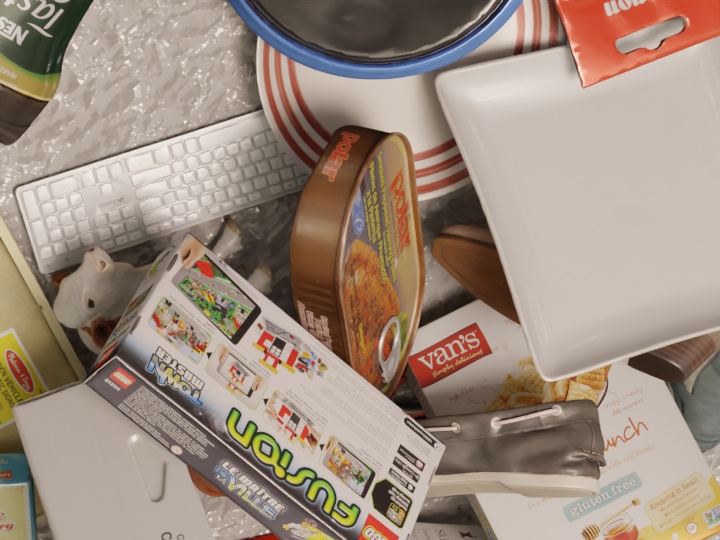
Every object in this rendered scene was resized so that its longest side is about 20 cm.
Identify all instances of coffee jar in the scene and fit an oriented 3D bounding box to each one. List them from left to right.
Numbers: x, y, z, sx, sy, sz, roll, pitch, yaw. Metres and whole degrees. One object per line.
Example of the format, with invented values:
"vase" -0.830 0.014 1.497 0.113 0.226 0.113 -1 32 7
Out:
"coffee jar" -0.181 -0.171 1.110 0.104 0.085 0.200 26 102 -28

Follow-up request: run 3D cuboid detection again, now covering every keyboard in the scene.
"keyboard" -0.103 -0.054 1.235 0.200 0.011 0.056 -19 118 -12

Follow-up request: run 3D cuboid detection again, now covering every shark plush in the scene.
"shark plush" 0.252 0.071 1.331 0.091 0.200 0.083 -10 84 -27

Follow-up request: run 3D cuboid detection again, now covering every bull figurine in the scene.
"bull figurine" -0.099 0.046 1.249 0.121 0.065 0.200 -33 121 -8

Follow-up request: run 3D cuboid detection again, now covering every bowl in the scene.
"bowl" 0.008 -0.205 1.151 0.200 0.039 0.201 0 101 0

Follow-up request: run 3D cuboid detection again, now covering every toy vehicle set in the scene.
"toy vehicle set" -0.230 0.069 1.233 0.124 0.027 0.200 -27 119 -7

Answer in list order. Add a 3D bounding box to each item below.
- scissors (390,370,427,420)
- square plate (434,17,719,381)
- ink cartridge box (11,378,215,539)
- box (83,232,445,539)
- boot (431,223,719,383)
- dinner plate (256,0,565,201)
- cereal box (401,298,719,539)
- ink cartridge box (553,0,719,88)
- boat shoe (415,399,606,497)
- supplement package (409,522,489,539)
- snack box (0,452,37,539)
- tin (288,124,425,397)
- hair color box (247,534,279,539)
"scissors" -0.026 0.103 1.331 0.200 0.014 0.073 -10 115 -17
"square plate" 0.162 -0.046 1.246 0.200 0.028 0.198 -15 77 -18
"ink cartridge box" -0.129 0.169 1.204 0.086 0.148 0.200 -20 146 -9
"box" -0.049 0.081 1.155 0.200 0.110 0.035 41 132 -13
"boot" 0.162 -0.022 1.296 0.200 0.070 0.146 29 62 2
"dinner plate" 0.029 -0.137 1.235 0.200 0.024 0.200 -8 113 -20
"cereal box" 0.128 0.103 1.309 0.144 0.040 0.200 -26 80 -8
"ink cartridge box" 0.153 -0.216 1.209 0.109 0.050 0.200 -22 103 -10
"boat shoe" 0.052 0.106 1.259 0.067 0.200 0.057 41 51 -65
"supplement package" 0.100 0.271 1.362 0.200 0.152 0.151 6 121 -23
"snack box" -0.292 0.171 1.228 0.200 0.037 0.116 -2 118 -8
"tin" 0.000 0.000 1.217 0.112 0.042 0.200 -58 155 -34
"hair color box" -0.052 0.286 1.348 0.064 0.111 0.200 -10 117 -16
